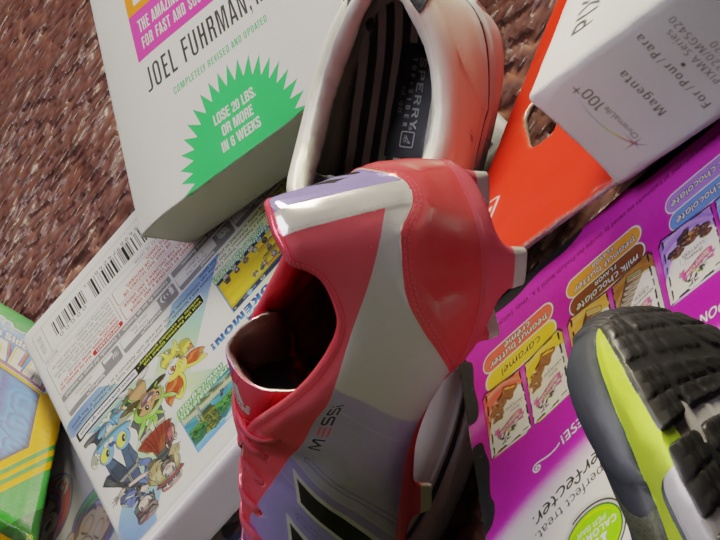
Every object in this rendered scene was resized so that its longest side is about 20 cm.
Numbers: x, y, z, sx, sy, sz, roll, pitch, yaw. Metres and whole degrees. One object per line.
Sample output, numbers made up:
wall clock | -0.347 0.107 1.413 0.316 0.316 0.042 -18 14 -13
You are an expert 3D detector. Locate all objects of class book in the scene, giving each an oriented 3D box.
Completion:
book | -0.052 -0.129 1.056 0.133 0.048 0.201 -34 61 38

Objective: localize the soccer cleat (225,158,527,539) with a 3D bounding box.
soccer cleat | -0.013 0.046 0.833 0.200 0.076 0.067 110 147 -42

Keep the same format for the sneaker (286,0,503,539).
sneaker | 0.000 0.000 0.918 0.073 0.071 0.201 2 84 27

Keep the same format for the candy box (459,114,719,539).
candy box | 0.101 0.062 0.770 0.136 0.061 0.200 -42 35 30

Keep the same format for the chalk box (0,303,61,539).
chalk box | -0.199 0.070 1.132 0.125 0.124 0.200 -54 16 21

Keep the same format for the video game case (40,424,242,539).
video game case | -0.086 0.116 1.049 0.182 0.024 0.200 -60 30 3

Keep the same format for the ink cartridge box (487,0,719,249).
ink cartridge box | 0.090 -0.097 0.877 0.173 0.044 0.200 -35 20 37

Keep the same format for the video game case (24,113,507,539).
video game case | -0.036 -0.004 1.043 0.200 0.022 0.182 -48 30 6

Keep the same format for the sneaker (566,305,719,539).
sneaker | 0.083 0.106 0.645 0.081 0.074 0.201 -21 89 34
